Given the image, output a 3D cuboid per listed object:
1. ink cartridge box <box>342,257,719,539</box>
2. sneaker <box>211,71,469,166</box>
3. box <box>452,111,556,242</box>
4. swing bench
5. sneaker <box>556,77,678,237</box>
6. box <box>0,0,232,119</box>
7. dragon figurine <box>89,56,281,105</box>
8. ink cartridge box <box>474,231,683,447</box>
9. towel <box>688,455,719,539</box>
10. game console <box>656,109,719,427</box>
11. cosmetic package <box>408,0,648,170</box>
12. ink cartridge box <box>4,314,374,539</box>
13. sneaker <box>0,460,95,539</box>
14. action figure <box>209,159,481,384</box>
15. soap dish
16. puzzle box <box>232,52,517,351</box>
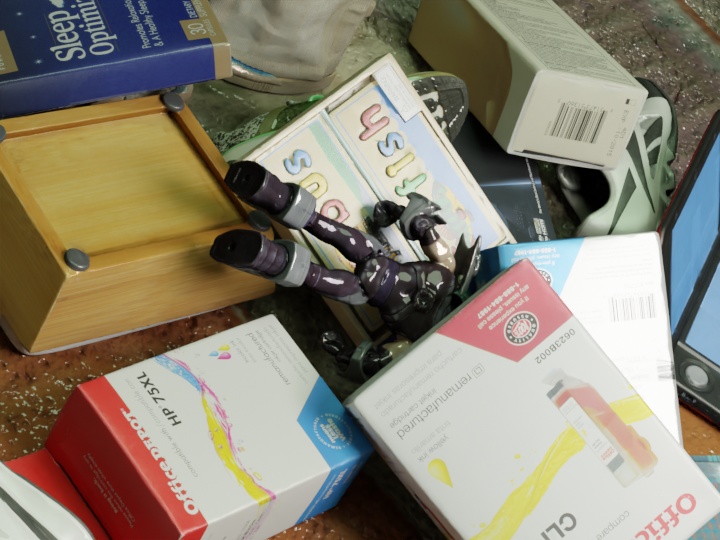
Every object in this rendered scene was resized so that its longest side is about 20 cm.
[{"bbox_3d":[0.107,0.115,1.286,0.145,0.083,0.200,-39,89,-7],"label":"ink cartridge box"},{"bbox_3d":[-0.022,-0.106,1.460,0.200,0.077,0.089,-20,41,-9],"label":"sneaker"},{"bbox_3d":[0.062,-0.037,1.510,0.160,0.044,0.200,11,46,-24],"label":"box"},{"bbox_3d":[-0.025,-0.256,1.546,0.130,0.199,0.200,27,42,-8],"label":"swing bench"},{"bbox_3d":[0.198,-0.090,1.622,0.088,0.074,0.200,20,43,-17],"label":"sneaker"},{"bbox_3d":[-0.197,-0.154,1.378,0.200,0.032,0.121,-13,41,-13],"label":"box"},{"bbox_3d":[-0.152,-0.170,1.474,0.200,0.059,0.100,-5,64,-19],"label":"dragon figurine"},{"bbox_3d":[0.146,0.080,1.375,0.116,0.068,0.200,-5,87,-13],"label":"ink cartridge box"},{"bbox_3d":[0.229,0.208,1.400,0.146,0.022,0.200,6,48,-27],"label":"towel"},{"bbox_3d":[0.290,0.006,1.556,0.172,0.119,0.200,34,42,1],"label":"game console"},{"bbox_3d":[0.125,-0.158,1.595,0.105,0.071,0.200,8,27,-27],"label":"cosmetic package"},{"bbox_3d":[-0.105,0.114,1.244,0.200,0.067,0.116,-21,64,-42],"label":"ink cartridge box"},{"bbox_3d":[-0.248,0.137,1.126,0.200,0.076,0.115,36,40,0],"label":"sneaker"},{"bbox_3d":[0.000,0.000,1.335,0.200,0.069,0.130,28,73,-31],"label":"action figure"},{"bbox_3d":[-0.164,-0.036,1.339,0.200,0.081,0.157,-14,59,-41],"label":"soap dish"},{"bbox_3d":[0.021,-0.029,1.393,0.133,0.025,0.200,-38,100,-18],"label":"puzzle box"}]
